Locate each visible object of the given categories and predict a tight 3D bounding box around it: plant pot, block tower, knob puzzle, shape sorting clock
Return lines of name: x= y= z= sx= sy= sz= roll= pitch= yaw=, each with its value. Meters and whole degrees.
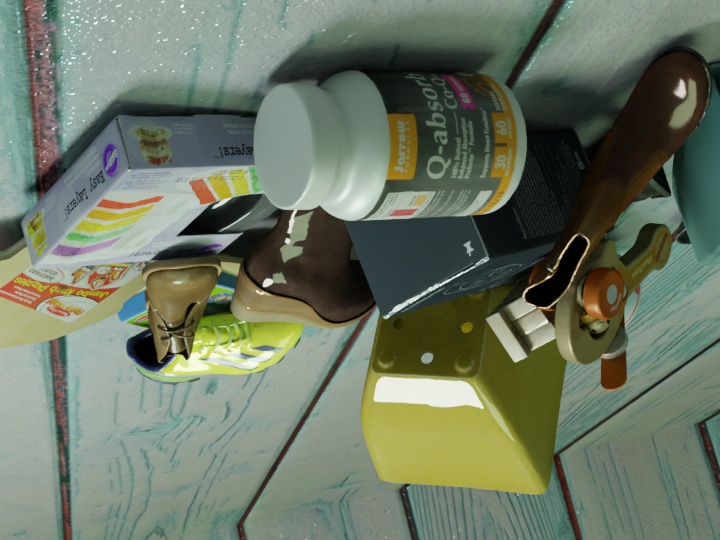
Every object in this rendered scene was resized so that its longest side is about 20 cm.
plant pot: x=0.097 y=0.101 z=1.534 sx=0.193 sy=0.196 sz=0.200 roll=1 pitch=151 yaw=21
block tower: x=0.196 y=0.016 z=1.460 sx=0.058 sy=0.054 sz=0.200 roll=-32 pitch=-173 yaw=38
knob puzzle: x=-0.283 y=0.007 z=1.346 sx=0.218 sy=0.031 sz=0.220 roll=-24 pitch=156 yaw=-12
plant pot: x=0.381 y=-0.093 z=1.393 sx=0.140 sy=0.143 sz=0.200 roll=-10 pitch=158 yaw=-13
shape sorting clock: x=-0.160 y=0.027 z=1.512 sx=0.198 sy=0.040 sz=0.200 roll=-5 pitch=159 yaw=-2

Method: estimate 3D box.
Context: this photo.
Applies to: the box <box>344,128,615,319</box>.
box: x=0.111 y=-0.045 z=1.361 sx=0.199 sy=0.108 sz=0.148 roll=-14 pitch=168 yaw=-46

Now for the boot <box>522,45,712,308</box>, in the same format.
boot: x=0.215 y=-0.082 z=1.244 sx=0.200 sy=0.068 sz=0.189 roll=-48 pitch=176 yaw=-45

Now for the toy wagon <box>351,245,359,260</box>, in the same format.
toy wagon: x=0.000 y=0.000 z=1.589 sx=0.198 sy=0.040 sz=0.155 roll=-11 pitch=164 yaw=-9

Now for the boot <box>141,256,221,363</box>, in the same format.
boot: x=-0.165 y=0.036 z=1.345 sx=0.073 sy=0.076 sz=0.200 roll=-2 pitch=165 yaw=-10

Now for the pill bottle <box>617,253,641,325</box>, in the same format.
pill bottle: x=0.255 y=0.016 z=1.737 sx=0.108 sy=0.110 sz=0.199 roll=-22 pitch=162 yaw=24

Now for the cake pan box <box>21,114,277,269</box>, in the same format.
cake pan box: x=-0.155 y=-0.065 z=1.207 sx=0.199 sy=0.053 sz=0.184 roll=-5 pitch=160 yaw=-42

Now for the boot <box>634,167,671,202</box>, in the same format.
boot: x=0.220 y=-0.076 z=1.462 sx=0.172 sy=0.070 sz=0.200 roll=-18 pitch=170 yaw=13

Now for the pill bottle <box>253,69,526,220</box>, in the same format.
pill bottle: x=0.024 y=-0.099 z=1.151 sx=0.198 sy=0.118 sz=0.116 roll=-4 pitch=161 yaw=-33

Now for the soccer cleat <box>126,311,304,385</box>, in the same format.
soccer cleat: x=-0.150 y=0.071 z=1.487 sx=0.198 sy=0.065 sz=0.084 roll=-17 pitch=149 yaw=25

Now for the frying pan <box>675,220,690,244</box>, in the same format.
frying pan: x=0.469 y=-0.074 z=1.763 sx=0.188 sy=0.031 sz=0.115 roll=-19 pitch=164 yaw=3

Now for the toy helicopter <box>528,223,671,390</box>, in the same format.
toy helicopter: x=0.248 y=0.023 z=1.397 sx=0.078 sy=0.133 sz=0.200 roll=7 pitch=-146 yaw=40

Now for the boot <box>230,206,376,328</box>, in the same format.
boot: x=-0.022 y=-0.020 z=1.411 sx=0.199 sy=0.073 sz=0.167 roll=-8 pitch=142 yaw=-43
